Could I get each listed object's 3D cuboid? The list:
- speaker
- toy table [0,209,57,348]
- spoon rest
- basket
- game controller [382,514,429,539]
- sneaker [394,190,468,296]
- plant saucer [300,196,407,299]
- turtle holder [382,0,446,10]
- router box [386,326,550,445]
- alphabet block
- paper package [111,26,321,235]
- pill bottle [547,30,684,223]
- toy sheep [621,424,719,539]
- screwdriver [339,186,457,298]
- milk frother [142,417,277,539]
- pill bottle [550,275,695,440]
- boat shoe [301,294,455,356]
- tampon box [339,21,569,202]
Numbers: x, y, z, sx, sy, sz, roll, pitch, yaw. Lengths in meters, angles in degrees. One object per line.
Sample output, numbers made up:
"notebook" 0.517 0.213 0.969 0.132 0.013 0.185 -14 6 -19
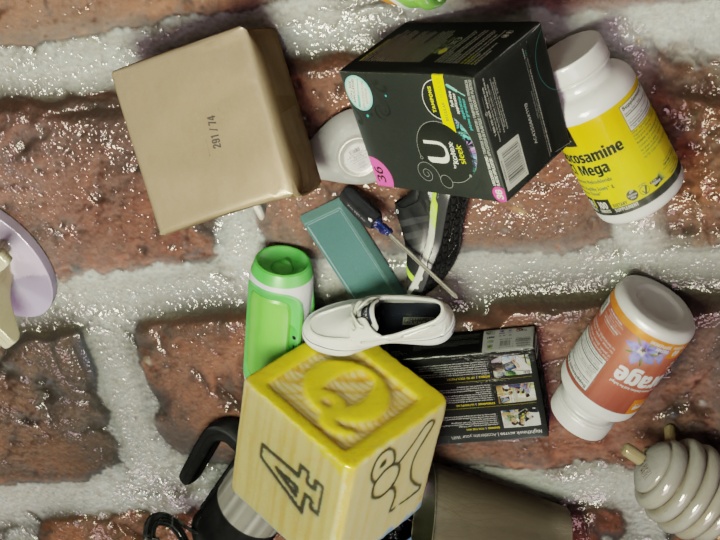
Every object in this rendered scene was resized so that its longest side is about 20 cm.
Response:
"speaker" -0.107 0.071 1.744 0.087 0.089 0.202 10 123 4
"toy table" -0.498 0.005 1.757 0.199 0.118 0.184 37 121 -12
"spoon rest" -0.044 -0.130 1.632 0.198 0.061 0.100 -24 117 8
"basket" 0.179 0.364 1.836 0.197 0.182 0.137 11 144 -7
"game controller" 0.103 0.420 1.948 0.199 0.042 0.104 37 121 -12
"sneaker" 0.080 -0.060 1.653 0.082 0.071 0.202 32 128 24
"plant saucer" 0.000 0.000 1.720 0.069 0.019 0.201 -23 114 22
"turtle holder" 0.043 -0.369 1.411 0.130 0.142 0.187 9 134 25
"router box" 0.143 0.155 1.769 0.197 0.051 0.151 -5 122 14
"alphabet block" -0.030 0.224 1.715 0.195 0.194 0.202 34 133 27
"paper package" -0.166 -0.163 1.559 0.188 0.103 0.203 -15 95 18
"pill bottle" 0.275 -0.162 1.511 0.111 0.113 0.201 -24 114 23
"toy sheep" 0.420 0.279 1.747 0.198 0.138 0.139 28 123 -7
"screwdriver" 0.049 -0.036 1.630 0.199 0.028 0.029 39 110 20
"milk frother" -0.182 0.327 1.850 0.179 0.201 0.189 32 122 -5
"pill bottle" 0.321 0.114 1.675 0.111 0.113 0.201 25 123 -6
"boat shoe" 0.017 0.058 1.666 0.197 0.075 0.065 -9 155 13
"tampon box" 0.103 -0.178 1.475 0.198 0.126 0.151 10 130 44
